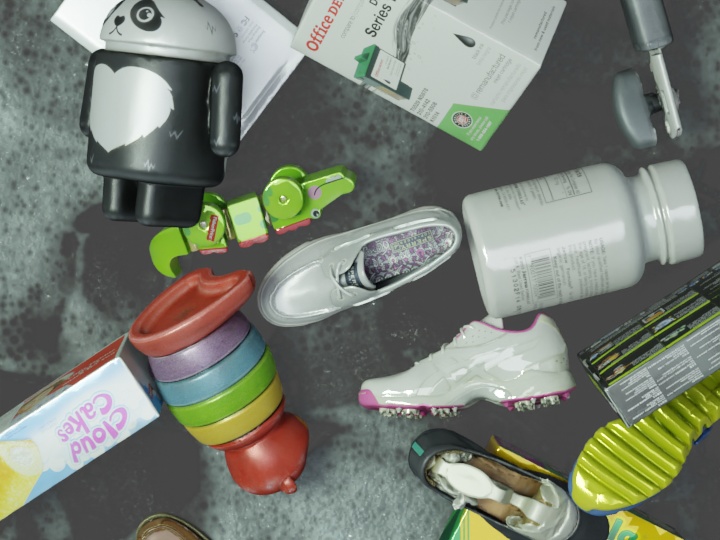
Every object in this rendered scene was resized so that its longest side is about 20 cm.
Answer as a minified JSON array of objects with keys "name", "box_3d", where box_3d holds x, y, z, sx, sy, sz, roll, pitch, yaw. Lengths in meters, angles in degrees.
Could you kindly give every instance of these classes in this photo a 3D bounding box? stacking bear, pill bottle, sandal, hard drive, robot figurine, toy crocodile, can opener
[{"name":"stacking bear","box_3d":[-0.114,0.112,1.659,0.114,0.121,0.201,-39,111,-26]},{"name":"pill bottle","box_3d":[0.198,-0.034,1.643,0.198,0.114,0.115,-13,98,1]},{"name":"sandal","box_3d":[0.264,0.153,1.660,0.199,0.087,0.080,-36,76,-20]},{"name":"hard drive","box_3d":[-0.159,-0.215,1.655,0.200,0.025,0.132,38,95,-6]},{"name":"robot figurine","box_3d":[-0.173,-0.140,1.586,0.149,0.125,0.202,6,94,-1]},{"name":"toy crocodile","box_3d":[-0.097,-0.049,1.658,0.199,0.068,0.062,-18,103,3]},{"name":"can opener","box_3d":[0.243,-0.209,1.652,0.066,0.053,0.201,-17,96,0]}]

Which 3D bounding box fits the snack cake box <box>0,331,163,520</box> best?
[{"name":"snack cake box","box_3d":[-0.275,0.145,1.654,0.199,0.115,0.067,-33,97,3]}]

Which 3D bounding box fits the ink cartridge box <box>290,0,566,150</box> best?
[{"name":"ink cartridge box","box_3d":[0.055,-0.213,1.594,0.199,0.146,0.085,27,57,-4]}]

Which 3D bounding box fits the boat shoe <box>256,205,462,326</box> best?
[{"name":"boat shoe","box_3d":[0.000,0.000,1.664,0.198,0.069,0.073,-17,97,1]}]

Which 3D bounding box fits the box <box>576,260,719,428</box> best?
[{"name":"box","box_3d":[0.293,0.051,1.616,0.199,0.193,0.048,-33,98,2]}]

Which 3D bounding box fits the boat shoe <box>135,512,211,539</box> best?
[{"name":"boat shoe","box_3d":[-0.142,0.315,1.702,0.072,0.068,0.201,-33,96,4]}]

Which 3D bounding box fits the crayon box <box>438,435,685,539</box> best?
[{"name":"crayon box","box_3d":[0.173,0.277,1.709,0.199,0.058,0.173,27,96,-5]}]

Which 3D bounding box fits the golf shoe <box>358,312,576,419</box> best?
[{"name":"golf shoe","box_3d":[0.095,0.088,1.686,0.198,0.075,0.092,-6,82,-3]}]

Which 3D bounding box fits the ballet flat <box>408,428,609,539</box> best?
[{"name":"ballet flat","box_3d":[0.133,0.204,1.639,0.199,0.073,0.073,27,96,-3]}]
